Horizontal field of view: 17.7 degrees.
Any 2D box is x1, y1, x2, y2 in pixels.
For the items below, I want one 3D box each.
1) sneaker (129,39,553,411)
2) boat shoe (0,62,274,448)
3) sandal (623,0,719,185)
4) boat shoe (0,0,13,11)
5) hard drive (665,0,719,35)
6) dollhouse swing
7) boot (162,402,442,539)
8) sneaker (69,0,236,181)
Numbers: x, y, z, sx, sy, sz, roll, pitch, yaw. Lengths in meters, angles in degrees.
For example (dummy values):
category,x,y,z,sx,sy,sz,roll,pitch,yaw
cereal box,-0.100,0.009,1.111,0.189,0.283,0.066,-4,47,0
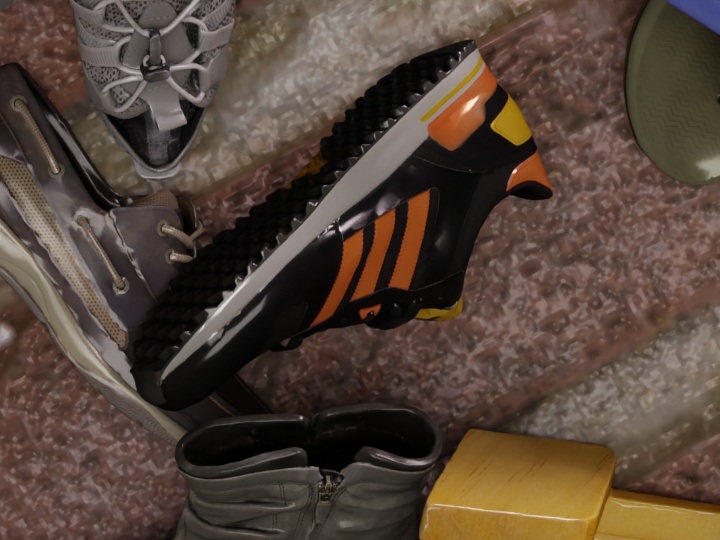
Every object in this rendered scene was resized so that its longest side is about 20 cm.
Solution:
category,x,y,z,sx,sy,sz,roll,pitch,yaw
sneaker,0.000,0.000,0.929,0.200,0.070,0.090,-46,108,-19
boat shoe,-0.099,-0.002,0.951,0.073,0.075,0.200,-43,100,7
sandal,0.170,-0.110,0.914,0.079,0.058,0.201,25,127,-15
boat shoe,-0.145,-0.195,0.862,0.074,0.065,0.203,-1,106,-19
hard drive,0.138,-0.161,0.849,0.199,0.025,0.132,29,110,-14
dollhouse swing,0.103,0.189,0.954,0.175,0.182,0.201,13,101,8
boot,-0.065,0.107,0.947,0.199,0.068,0.131,-10,138,-5
sneaker,-0.071,-0.095,0.865,0.074,0.200,0.083,-8,74,-3
